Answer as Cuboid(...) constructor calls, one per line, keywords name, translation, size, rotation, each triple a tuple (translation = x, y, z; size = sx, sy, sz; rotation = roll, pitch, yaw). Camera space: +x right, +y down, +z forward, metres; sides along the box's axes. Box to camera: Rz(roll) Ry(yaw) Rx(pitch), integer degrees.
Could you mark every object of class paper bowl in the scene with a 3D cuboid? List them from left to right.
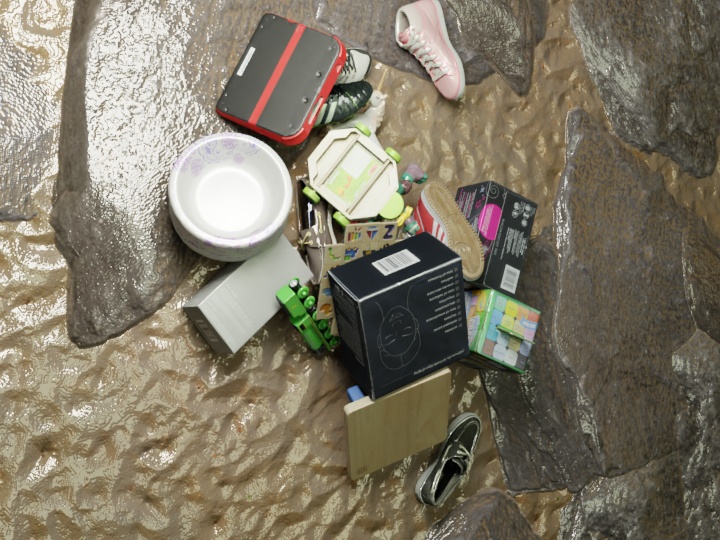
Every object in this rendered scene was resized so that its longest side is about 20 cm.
Cuboid(name="paper bowl", translation=(-0.212, -0.112, 1.432), size=(0.196, 0.105, 0.205), rotation=(4, 67, -10))

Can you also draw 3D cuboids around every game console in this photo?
Cuboid(name="game console", translation=(-0.132, -0.325, 1.487), size=(0.203, 0.174, 0.031), rotation=(-63, 159, -8))

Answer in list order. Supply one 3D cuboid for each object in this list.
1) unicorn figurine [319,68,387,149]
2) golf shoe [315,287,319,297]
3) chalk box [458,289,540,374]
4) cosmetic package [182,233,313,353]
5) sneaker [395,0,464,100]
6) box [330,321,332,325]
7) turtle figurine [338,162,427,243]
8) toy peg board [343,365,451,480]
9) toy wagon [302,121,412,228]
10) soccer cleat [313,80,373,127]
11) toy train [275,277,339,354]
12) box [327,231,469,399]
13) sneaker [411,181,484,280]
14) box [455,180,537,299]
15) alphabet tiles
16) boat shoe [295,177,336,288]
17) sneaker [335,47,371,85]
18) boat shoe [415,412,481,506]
Cuboid(name="unicorn figurine", translation=(0.000, -0.248, 1.588), size=(0.135, 0.074, 0.204), rotation=(-11, 81, -22))
Cuboid(name="golf shoe", translation=(0.000, 0.000, 1.598), size=(0.197, 0.073, 0.093), rotation=(-17, 63, -24))
Cuboid(name="chalk box", translation=(0.247, 0.113, 1.646), size=(0.123, 0.199, 0.126), rotation=(25, 76, -25))
Cuboid(name="cosmetic package", translation=(-0.187, 0.034, 1.473), size=(0.200, 0.090, 0.108), rotation=(-44, 108, -27))
Cuboid(name="sneaker", translation=(0.124, -0.417, 1.678), size=(0.103, 0.075, 0.204), rotation=(-17, 88, -33))
Cuboid(name="box", translation=(0.065, 0.067, 1.578), size=(0.198, 0.044, 0.162), rotation=(24, 101, -38))
Cuboid(name="turtle figurine", translation=(0.039, -0.108, 1.570), size=(0.202, 0.147, 0.102), rotation=(-60, 152, -33))
Cuboid(name="toy peg board", translation=(0.050, 0.243, 1.560), size=(0.196, 0.098, 0.202), rotation=(-19, 137, -17))
Cuboid(name="toy wagon", translation=(0.003, -0.147, 1.501), size=(0.199, 0.040, 0.156), rotation=(40, 86, 4))
Cuboid(name="soccer cleat", translation=(-0.071, -0.292, 1.525), size=(0.197, 0.068, 0.082), rotation=(-24, 136, -5))
Cuboid(name="toy train", translation=(-0.089, 0.084, 1.498), size=(0.056, 0.042, 0.201), rotation=(-41, 142, -10))
Cuboid(name="box", translation=(0.067, 0.073, 1.465), size=(0.197, 0.124, 0.200), rotation=(-21, 122, -20))
Cuboid(name="sneaker", translation=(0.157, -0.052, 1.635), size=(0.070, 0.113, 0.203), rotation=(-14, 67, -26))
Cuboid(name="box", translation=(0.243, -0.052, 1.704), size=(0.130, 0.114, 0.204), rotation=(21, 78, -28))
Cuboid(name="alphabet tiles", translation=(0.006, 0.014, 1.481), size=(0.163, 0.006, 0.204), rotation=(-6, 118, -29))
Cuboid(name="boat shoe", translation=(-0.081, -0.066, 1.532), size=(0.059, 0.071, 0.204), rotation=(9, 70, -35))
Cuboid(name="sneaker", translation=(-0.049, -0.356, 1.571), size=(0.198, 0.087, 0.077), rotation=(-24, 97, -30))
Cuboid(name="boat shoe", translation=(0.182, 0.362, 1.673), size=(0.071, 0.063, 0.201), rotation=(42, 69, -20))
